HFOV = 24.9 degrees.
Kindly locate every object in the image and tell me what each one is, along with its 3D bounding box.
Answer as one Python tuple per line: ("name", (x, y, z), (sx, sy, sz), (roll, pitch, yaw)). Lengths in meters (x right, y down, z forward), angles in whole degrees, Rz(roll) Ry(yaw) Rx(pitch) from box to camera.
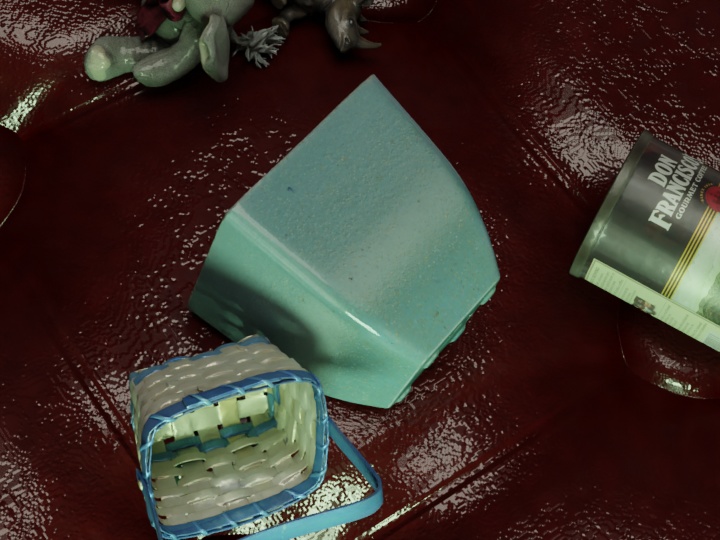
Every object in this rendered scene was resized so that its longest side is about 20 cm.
("plant pot", (0.000, 0.000, 1.392), (0.200, 0.196, 0.196), (42, 61, 5))
("rhino figurine", (-0.060, -0.279, 1.621), (0.199, 0.060, 0.088), (34, 56, 9))
("plush elephant", (-0.159, -0.258, 1.526), (0.198, 0.155, 0.166), (14, 73, -7))
("coffee can", (0.309, -0.016, 1.466), (0.199, 0.147, 0.147), (28, 59, 8))
("basket", (-0.093, 0.150, 1.294), (0.175, 0.140, 0.200), (-14, 31, -16))
